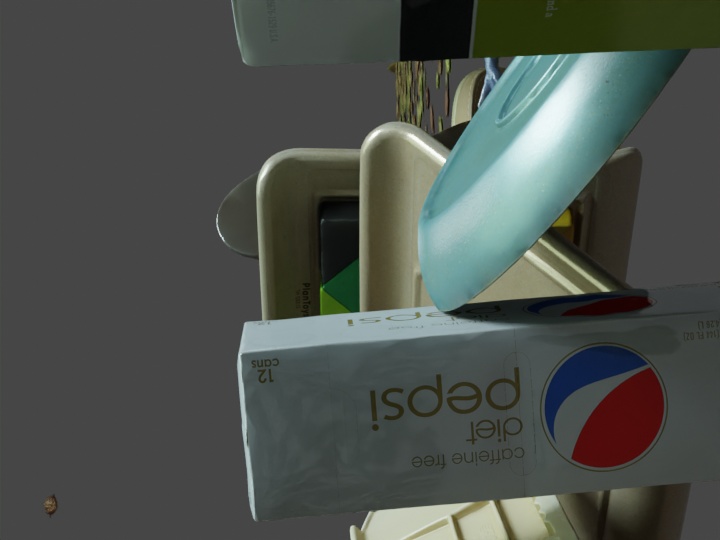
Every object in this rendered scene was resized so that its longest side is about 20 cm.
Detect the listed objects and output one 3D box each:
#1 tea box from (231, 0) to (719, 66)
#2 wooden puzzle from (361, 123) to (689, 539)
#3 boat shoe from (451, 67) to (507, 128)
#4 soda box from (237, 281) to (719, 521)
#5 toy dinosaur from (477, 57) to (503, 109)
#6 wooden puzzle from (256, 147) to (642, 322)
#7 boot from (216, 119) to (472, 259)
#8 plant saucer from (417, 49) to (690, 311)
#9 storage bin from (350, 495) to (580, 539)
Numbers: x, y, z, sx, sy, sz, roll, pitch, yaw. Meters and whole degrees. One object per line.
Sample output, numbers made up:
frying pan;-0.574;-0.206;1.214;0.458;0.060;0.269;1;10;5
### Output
tea box;0.054;-0.181;0.466;0.134;0.194;0.202;90;176;-62
wooden puzzle;0.077;0.045;0.750;0.199;0.037;0.187;36;142;35
boat shoe;0.107;-0.049;1.014;0.065;0.070;0.202;104;154;-67
soda box;0.055;0.047;0.592;0.068;0.197;0.065;-106;11;-83
toy dinosaur;0.061;-0.160;0.778;0.105;0.180;0.203;-2;-74;-67
wooden puzzle;0.046;0.016;0.845;0.037;0.197;0.187;-96;4;-49
boot;0.000;0.000;0.951;0.201;0.184;0.065;104;150;-61
plant saucer;0.079;-0.073;0.596;0.201;0.027;0.200;-54;6;8
storage bin;0.079;0.199;0.666;0.199;0.093;0.202;-101;-13;-80
